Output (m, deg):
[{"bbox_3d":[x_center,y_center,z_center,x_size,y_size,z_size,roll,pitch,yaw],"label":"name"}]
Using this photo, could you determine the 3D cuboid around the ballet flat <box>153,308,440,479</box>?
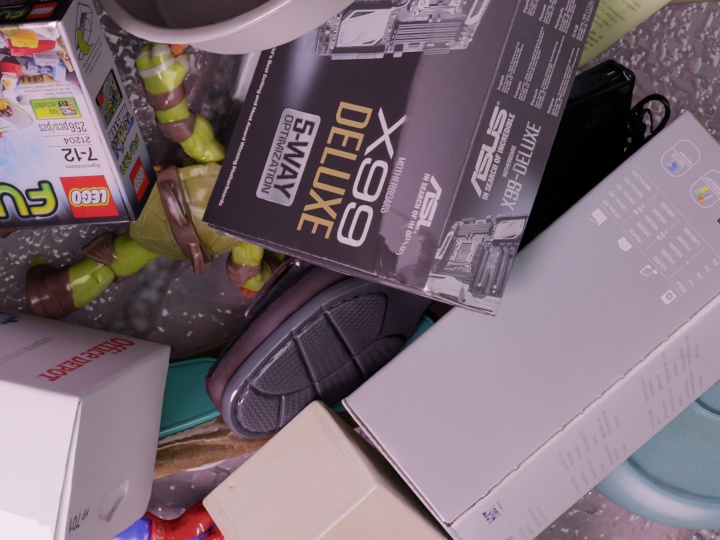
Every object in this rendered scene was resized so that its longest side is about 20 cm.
[{"bbox_3d":[-0.050,0.066,1.234,0.199,0.072,0.068,-18,62,0],"label":"ballet flat"}]

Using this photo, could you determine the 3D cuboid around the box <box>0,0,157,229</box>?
[{"bbox_3d":[-0.201,-0.069,1.125,0.199,0.035,0.111,-3,128,21],"label":"box"}]

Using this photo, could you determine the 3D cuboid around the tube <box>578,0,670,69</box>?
[{"bbox_3d":[0.096,-0.124,1.114,0.058,0.052,0.200,19,134,-36],"label":"tube"}]

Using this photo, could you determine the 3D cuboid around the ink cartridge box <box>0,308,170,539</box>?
[{"bbox_3d":[-0.203,0.063,1.132,0.198,0.146,0.087,11,99,10],"label":"ink cartridge box"}]

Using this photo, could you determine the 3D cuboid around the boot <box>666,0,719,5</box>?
[{"bbox_3d":[0.131,-0.208,1.189,0.199,0.072,0.168,-6,97,-18],"label":"boot"}]

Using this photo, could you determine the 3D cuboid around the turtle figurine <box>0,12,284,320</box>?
[{"bbox_3d":[-0.087,-0.023,1.193,0.160,0.065,0.201,-17,134,8],"label":"turtle figurine"}]

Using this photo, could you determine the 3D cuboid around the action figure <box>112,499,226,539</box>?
[{"bbox_3d":[-0.124,0.156,1.246,0.198,0.065,0.100,3,96,-9],"label":"action figure"}]

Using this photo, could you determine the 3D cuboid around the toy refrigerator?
[{"bbox_3d":[0.011,0.145,1.218,0.076,0.070,0.200,-42,140,4],"label":"toy refrigerator"}]

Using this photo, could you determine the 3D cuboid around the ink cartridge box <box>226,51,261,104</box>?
[{"bbox_3d":[0.012,-0.162,1.198,0.094,0.037,0.201,18,104,-13],"label":"ink cartridge box"}]

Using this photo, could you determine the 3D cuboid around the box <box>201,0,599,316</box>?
[{"bbox_3d":[0.024,-0.093,1.098,0.050,0.157,0.201,20,89,-41],"label":"box"}]

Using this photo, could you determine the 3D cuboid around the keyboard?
[{"bbox_3d":[0.090,-0.025,1.189,0.104,0.040,0.201,-23,145,-22],"label":"keyboard"}]

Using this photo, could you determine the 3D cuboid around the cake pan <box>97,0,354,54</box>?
[{"bbox_3d":[-0.037,-0.180,1.112,0.200,0.200,0.037,-48,133,5],"label":"cake pan"}]

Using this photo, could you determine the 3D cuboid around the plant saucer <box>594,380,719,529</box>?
[{"bbox_3d":[0.192,0.044,1.288,0.198,0.027,0.202,-2,105,-9],"label":"plant saucer"}]

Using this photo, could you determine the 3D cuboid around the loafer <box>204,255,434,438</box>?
[{"bbox_3d":[0.000,0.000,1.186,0.200,0.063,0.072,-40,142,-15],"label":"loafer"}]

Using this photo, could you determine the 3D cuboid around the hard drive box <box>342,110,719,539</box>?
[{"bbox_3d":[0.102,0.039,1.135,0.200,0.156,0.077,-40,73,-3],"label":"hard drive box"}]
